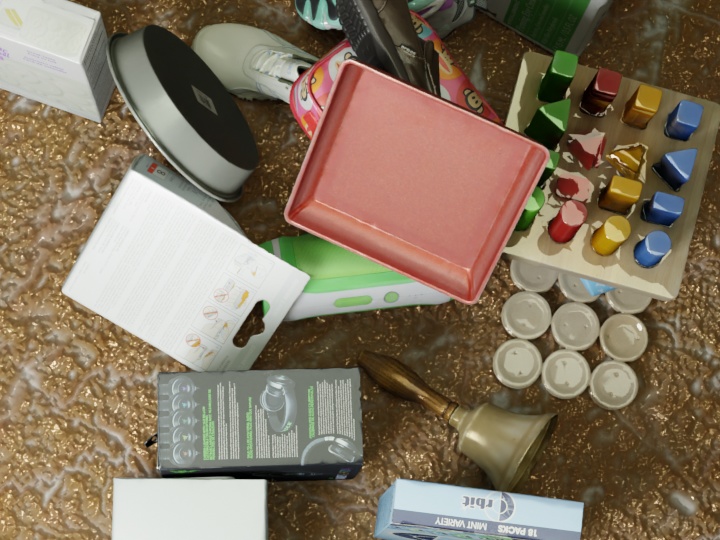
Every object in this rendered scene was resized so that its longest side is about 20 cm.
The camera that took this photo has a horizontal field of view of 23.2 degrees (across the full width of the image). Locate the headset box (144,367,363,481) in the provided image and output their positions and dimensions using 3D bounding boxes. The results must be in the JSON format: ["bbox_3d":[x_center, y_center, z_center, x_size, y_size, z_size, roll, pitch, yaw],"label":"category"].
[{"bbox_3d":[-0.102,0.149,1.649,0.200,0.174,0.093,-1,79,-5],"label":"headset box"}]

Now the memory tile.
[{"bbox_3d":[0.220,0.033,1.775,0.153,0.017,0.200,11,77,-1],"label":"memory tile"}]

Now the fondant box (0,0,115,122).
[{"bbox_3d":[-0.318,-0.217,1.697,0.144,0.200,0.058,19,78,1],"label":"fondant box"}]

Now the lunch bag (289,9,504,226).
[{"bbox_3d":[0.031,-0.133,1.683,0.176,0.082,0.200,-38,95,-23],"label":"lunch bag"}]

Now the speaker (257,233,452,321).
[{"bbox_3d":[0.000,0.000,1.733,0.200,0.088,0.089,-7,79,-5],"label":"speaker"}]

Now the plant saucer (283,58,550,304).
[{"bbox_3d":[0.051,-0.085,1.586,0.199,0.200,0.037,25,41,1],"label":"plant saucer"}]

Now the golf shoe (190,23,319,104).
[{"bbox_3d":[-0.077,-0.204,1.764,0.200,0.097,0.078,23,79,2],"label":"golf shoe"}]

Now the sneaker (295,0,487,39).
[{"bbox_3d":[0.039,-0.268,1.791,0.140,0.200,0.078,15,85,-46],"label":"sneaker"}]

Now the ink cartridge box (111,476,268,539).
[{"bbox_3d":[-0.158,0.295,1.630,0.144,0.145,0.200,2,78,-3],"label":"ink cartridge box"}]

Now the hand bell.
[{"bbox_3d":[0.082,0.136,1.722,0.200,0.104,0.104,30,78,15],"label":"hand bell"}]

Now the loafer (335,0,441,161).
[{"bbox_3d":[0.050,-0.183,1.619,0.071,0.073,0.200,-25,93,-21],"label":"loafer"}]

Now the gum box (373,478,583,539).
[{"bbox_3d":[0.105,0.233,1.632,0.170,0.200,0.045,8,78,-2],"label":"gum box"}]

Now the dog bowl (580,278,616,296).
[{"bbox_3d":[0.204,-0.063,1.734,0.050,0.111,0.200,-30,82,4],"label":"dog bowl"}]

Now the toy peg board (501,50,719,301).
[{"bbox_3d":[0.229,-0.098,1.631,0.199,0.098,0.200,16,78,0],"label":"toy peg board"}]

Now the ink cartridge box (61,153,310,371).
[{"bbox_3d":[-0.167,0.002,1.702,0.200,0.050,0.162,30,118,-8],"label":"ink cartridge box"}]

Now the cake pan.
[{"bbox_3d":[-0.166,-0.157,1.697,0.037,0.200,0.200,-35,82,16],"label":"cake pan"}]

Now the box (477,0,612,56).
[{"bbox_3d":[0.205,-0.355,1.760,0.171,0.199,0.200,32,78,3],"label":"box"}]
